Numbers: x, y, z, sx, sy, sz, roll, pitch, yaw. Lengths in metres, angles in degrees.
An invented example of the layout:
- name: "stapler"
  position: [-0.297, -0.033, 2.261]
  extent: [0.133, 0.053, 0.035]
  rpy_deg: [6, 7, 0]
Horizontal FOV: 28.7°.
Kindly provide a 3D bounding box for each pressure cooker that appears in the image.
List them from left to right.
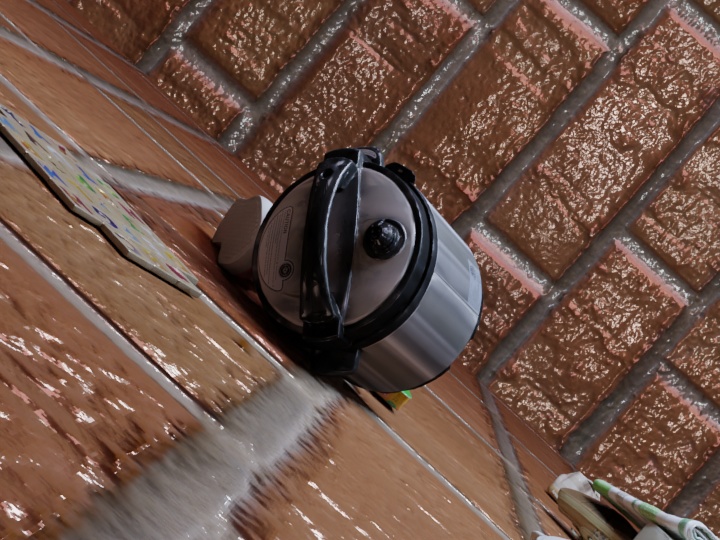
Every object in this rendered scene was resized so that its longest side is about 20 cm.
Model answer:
- name: "pressure cooker"
  position: [0.003, -0.001, 1.237]
  extent: [0.176, 0.178, 0.200]
  rpy_deg: [50, 5, 32]

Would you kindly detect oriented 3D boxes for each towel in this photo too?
- name: "towel"
  position: [0.373, 0.309, 1.653]
  extent: [0.149, 0.031, 0.200]
  rpy_deg: [43, -9, -22]

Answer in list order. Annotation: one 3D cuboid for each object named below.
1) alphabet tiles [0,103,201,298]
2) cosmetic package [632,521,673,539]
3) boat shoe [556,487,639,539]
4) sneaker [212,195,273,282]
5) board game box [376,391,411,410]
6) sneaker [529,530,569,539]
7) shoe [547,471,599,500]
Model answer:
- name: "alphabet tiles"
  position: [-0.199, -0.055, 1.044]
  extent: [0.200, 0.006, 0.166]
  rpy_deg: [44, 3, 31]
- name: "cosmetic package"
  position: [0.382, 0.387, 1.579]
  extent: [0.200, 0.087, 0.103]
  rpy_deg: [40, 1, -12]
- name: "boat shoe"
  position: [0.306, 0.338, 1.694]
  extent: [0.200, 0.063, 0.073]
  rpy_deg: [40, 16, 33]
- name: "sneaker"
  position: [-0.082, -0.016, 1.366]
  extent: [0.104, 0.076, 0.200]
  rpy_deg: [36, 0, -13]
- name: "board game box"
  position: [0.005, 0.092, 1.468]
  extent: [0.095, 0.030, 0.200]
  rpy_deg: [41, 0, -6]
- name: "sneaker"
  position: [0.152, 0.234, 1.011]
  extent: [0.080, 0.071, 0.200]
  rpy_deg: [33, -4, 2]
- name: "shoe"
  position: [0.327, 0.331, 2.055]
  extent: [0.070, 0.053, 0.200]
  rpy_deg: [43, 3, 26]
